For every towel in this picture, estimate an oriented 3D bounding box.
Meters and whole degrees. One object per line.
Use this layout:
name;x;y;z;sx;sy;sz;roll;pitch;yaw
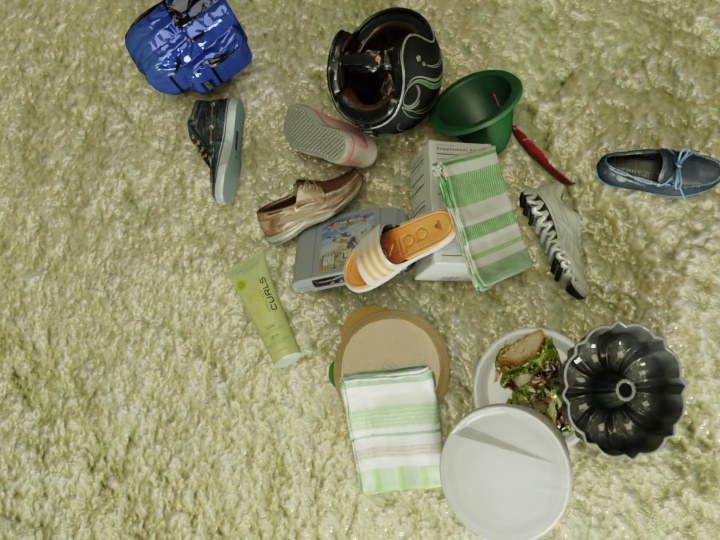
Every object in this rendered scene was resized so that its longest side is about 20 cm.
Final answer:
towel;0.191;-0.082;1.307;0.023;0.151;0.203;-17;93;47
towel;0.053;0.252;1.336;0.147;0.031;0.203;-7;102;10

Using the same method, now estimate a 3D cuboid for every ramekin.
ramekin;0.224;0.293;1.281;0.199;0.094;0.206;2;94;24

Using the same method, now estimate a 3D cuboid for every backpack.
backpack;-0.307;-0.401;1.523;0.198;0.163;0.169;-32;77;0

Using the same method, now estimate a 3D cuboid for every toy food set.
toy food set;0.047;0.164;1.391;0.197;0.049;0.201;14;80;12

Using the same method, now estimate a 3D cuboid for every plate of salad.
plate of salad;0.274;0.188;1.346;0.197;0.048;0.204;-2;77;9

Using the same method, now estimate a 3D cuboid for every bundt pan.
bundt pan;0.384;0.180;1.296;0.198;0.076;0.206;1;83;-9

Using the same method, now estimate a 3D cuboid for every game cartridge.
game cartridge;-0.017;-0.038;1.419;0.197;0.042;0.135;-12;52;17

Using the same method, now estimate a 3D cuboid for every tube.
tube;-0.162;0.066;1.451;0.057;0.052;0.202;-11;65;-35

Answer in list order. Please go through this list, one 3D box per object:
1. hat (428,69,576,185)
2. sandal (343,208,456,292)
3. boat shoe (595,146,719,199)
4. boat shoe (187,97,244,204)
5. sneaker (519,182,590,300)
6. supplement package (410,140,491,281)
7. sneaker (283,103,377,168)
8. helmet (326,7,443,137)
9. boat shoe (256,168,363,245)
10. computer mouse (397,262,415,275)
hat;0.228;-0.217;1.463;0.164;0.177;0.201;-30;36;3
sandal;0.049;-0.042;1.307;0.205;0.059;0.080;-30;65;20
boat shoe;0.482;-0.156;1.378;0.196;0.069;0.086;-3;77;9
boat shoe;-0.262;-0.211;1.523;0.089;0.071;0.203;1;71;11
sneaker;0.330;-0.052;1.383;0.080;0.075;0.203;-20;75;-5
supplement package;0.149;-0.094;1.385;0.112;0.110;0.203;2;76;-13
sneaker;-0.048;-0.229;1.492;0.200;0.104;0.076;35;113;43
helmet;0.048;-0.331;1.431;0.197;0.190;0.203;10;114;25
boat shoe;-0.087;-0.120;1.453;0.198;0.076;0.072;-32;114;1
computer mouse;0.000;0.000;1.425;0.197;0.034;0.059;-4;50;25
